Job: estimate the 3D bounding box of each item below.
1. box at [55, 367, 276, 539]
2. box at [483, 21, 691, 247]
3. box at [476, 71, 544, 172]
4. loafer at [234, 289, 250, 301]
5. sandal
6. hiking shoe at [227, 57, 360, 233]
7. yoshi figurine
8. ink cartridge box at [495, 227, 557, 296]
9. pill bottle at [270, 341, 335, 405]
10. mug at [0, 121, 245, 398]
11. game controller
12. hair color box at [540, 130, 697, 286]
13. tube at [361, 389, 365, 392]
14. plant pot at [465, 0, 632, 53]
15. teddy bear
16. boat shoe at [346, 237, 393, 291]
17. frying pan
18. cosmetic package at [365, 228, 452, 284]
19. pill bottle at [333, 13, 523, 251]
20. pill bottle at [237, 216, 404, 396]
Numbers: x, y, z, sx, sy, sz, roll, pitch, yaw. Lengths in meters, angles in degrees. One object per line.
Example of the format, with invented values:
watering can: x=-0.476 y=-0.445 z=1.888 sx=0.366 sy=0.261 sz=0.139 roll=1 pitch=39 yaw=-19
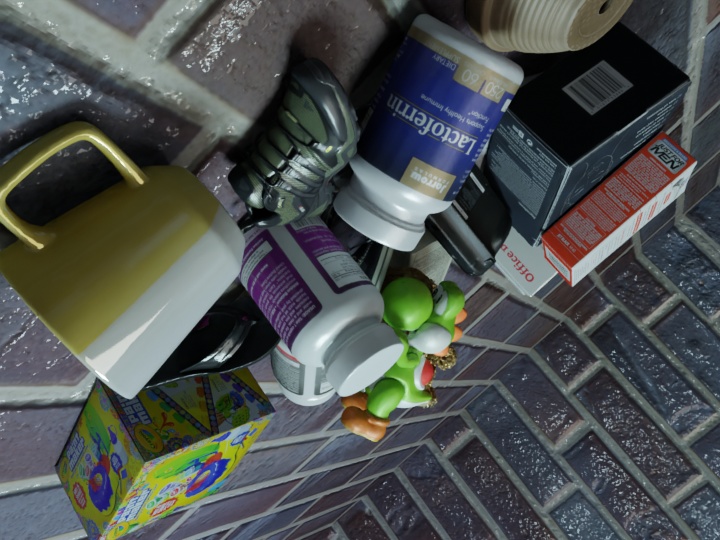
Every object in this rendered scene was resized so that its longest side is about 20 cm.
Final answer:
box: x=-0.248 y=0.215 z=0.895 sx=0.192 sy=0.122 sz=0.200 roll=-12 pitch=146 yaw=-48
box: x=0.271 y=-0.164 z=0.893 sx=0.200 sy=0.124 sz=0.197 roll=-35 pitch=158 yaw=-14
box: x=0.177 y=-0.168 z=0.950 sx=0.144 sy=0.036 sz=0.200 roll=-24 pitch=152 yaw=-36
loafer: x=-0.103 y=0.032 z=0.844 sx=0.200 sy=0.076 sz=0.068 roll=-44 pitch=154 yaw=-25
sandal: x=-0.172 y=0.080 z=0.768 sx=0.200 sy=0.076 sz=0.048 roll=-20 pitch=163 yaw=-13
hiking shoe: x=-0.066 y=-0.097 z=0.636 sx=0.100 sy=0.076 sz=0.200 roll=-32 pitch=158 yaw=-28
yoshi figurine: x=0.036 y=0.087 z=0.816 sx=0.200 sy=0.112 sz=0.112 roll=-57 pitch=147 yaw=10
ink cartridge box: x=0.280 y=-0.080 z=1.098 sx=0.200 sy=0.147 sz=0.145 roll=-42 pitch=175 yaw=6
pill bottle: x=-0.069 y=0.108 z=0.983 sx=0.114 sy=0.114 sz=0.200 roll=-30 pitch=157 yaw=-22
mug: x=-0.176 y=-0.010 z=0.549 sx=0.153 sy=0.149 sz=0.187 roll=-42 pitch=166 yaw=-14
game controller: x=0.120 y=-0.083 z=0.874 sx=0.200 sy=0.042 sz=0.105 roll=46 pitch=61 yaw=-35
hair color box: x=0.331 y=-0.076 z=0.922 sx=0.200 sy=0.064 sz=0.111 roll=-40 pitch=159 yaw=4
tube: x=0.005 y=0.113 z=1.023 sx=0.052 sy=0.200 sz=0.058 roll=-34 pitch=120 yaw=24
plant pot: x=0.208 y=-0.285 z=0.691 sx=0.200 sy=0.093 sz=0.201 roll=-34 pitch=158 yaw=-16
teddy bear: x=0.066 y=0.084 z=0.920 sx=0.067 sy=0.201 sz=0.145 roll=-18 pitch=-166 yaw=-32
boat shoe: x=0.000 y=0.000 z=0.834 sx=0.075 sy=0.062 sz=0.201 roll=89 pitch=21 yaw=-80
frying pan: x=-0.026 y=-0.098 z=0.771 sx=0.115 sy=0.031 sz=0.190 roll=-9 pitch=140 yaw=-51
cosmetic package: x=0.065 y=-0.019 z=0.988 sx=0.103 sy=0.087 sz=0.200 roll=-31 pitch=156 yaw=-25
pill bottle: x=0.058 y=-0.127 z=0.677 sx=0.116 sy=0.116 sz=0.201 roll=-3 pitch=127 yaw=-56
pill bottle: x=-0.046 y=0.029 z=0.745 sx=0.112 sy=0.200 sz=0.112 roll=-32 pitch=157 yaw=-15
